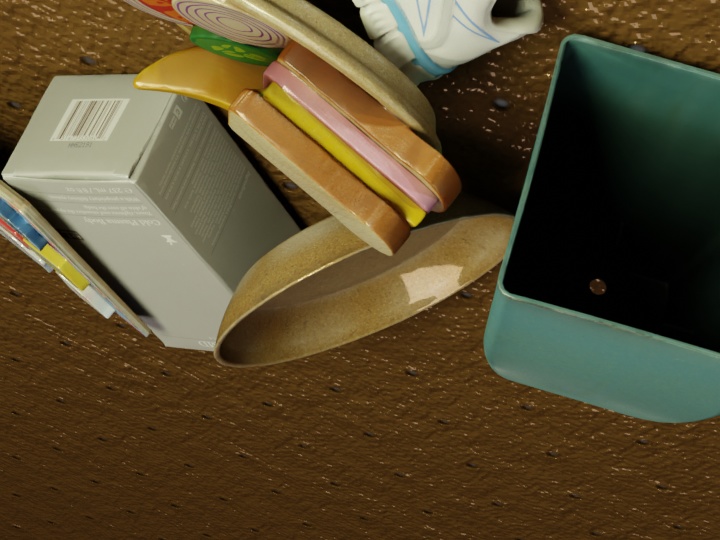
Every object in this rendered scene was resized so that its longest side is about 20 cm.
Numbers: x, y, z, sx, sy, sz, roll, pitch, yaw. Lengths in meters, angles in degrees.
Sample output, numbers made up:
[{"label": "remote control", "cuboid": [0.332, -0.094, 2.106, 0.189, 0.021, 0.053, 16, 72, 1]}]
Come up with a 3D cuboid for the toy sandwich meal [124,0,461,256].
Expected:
[{"label": "toy sandwich meal", "cuboid": [-0.043, -0.083, 0.698, 0.204, 0.070, 0.205, 31, 176, 2]}]

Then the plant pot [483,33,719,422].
[{"label": "plant pot", "cuboid": [0.143, 0.001, 0.752, 0.141, 0.142, 0.200, 16, 160, 3]}]

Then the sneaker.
[{"label": "sneaker", "cuboid": [0.023, -0.154, 0.610, 0.086, 0.075, 0.200, -9, 157, 25]}]

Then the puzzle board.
[{"label": "puzzle board", "cuboid": [-0.233, -0.036, 0.926, 0.200, 0.017, 0.151, 33, 165, 38]}]

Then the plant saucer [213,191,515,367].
[{"label": "plant saucer", "cuboid": [0.000, 0.000, 0.844, 0.199, 0.036, 0.200, -22, 165, -6]}]

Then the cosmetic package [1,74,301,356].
[{"label": "cosmetic package", "cuboid": [-0.117, -0.031, 0.890, 0.106, 0.091, 0.200, 2, 145, 31]}]
